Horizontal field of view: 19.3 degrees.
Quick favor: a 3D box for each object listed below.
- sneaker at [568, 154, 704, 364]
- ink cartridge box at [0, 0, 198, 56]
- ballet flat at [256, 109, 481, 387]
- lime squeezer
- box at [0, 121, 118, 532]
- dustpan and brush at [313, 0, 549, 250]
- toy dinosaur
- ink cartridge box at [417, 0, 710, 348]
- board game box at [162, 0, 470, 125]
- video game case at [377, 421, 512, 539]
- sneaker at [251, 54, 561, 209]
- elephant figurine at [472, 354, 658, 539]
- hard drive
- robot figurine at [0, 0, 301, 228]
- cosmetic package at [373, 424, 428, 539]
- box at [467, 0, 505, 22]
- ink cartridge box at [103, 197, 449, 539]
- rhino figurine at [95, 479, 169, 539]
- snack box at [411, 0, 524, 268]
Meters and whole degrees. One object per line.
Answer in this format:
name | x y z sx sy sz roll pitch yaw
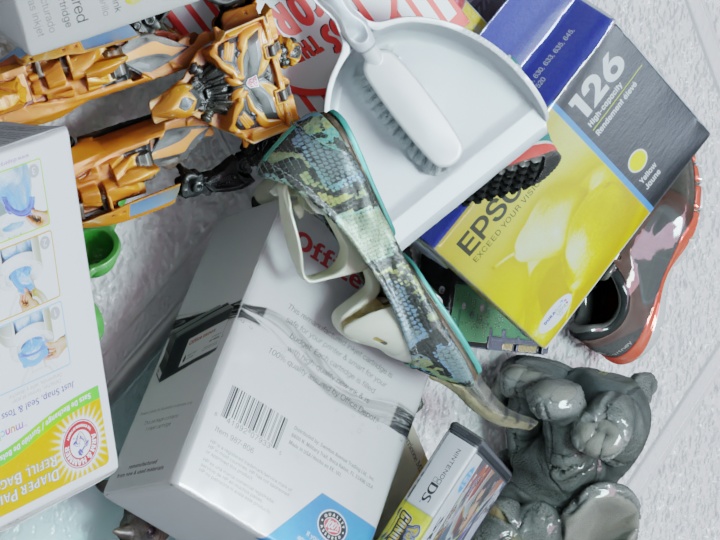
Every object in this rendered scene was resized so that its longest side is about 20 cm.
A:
sneaker | 0.212 -0.028 1.676 0.082 0.077 0.200 17 82 -43
ink cartridge box | -0.121 -0.224 1.142 0.200 0.145 0.147 -21 113 -16
ballet flat | 0.000 0.000 1.261 0.074 0.074 0.200 -44 113 -36
lime squeezer | -0.155 0.009 1.277 0.071 0.038 0.200 14 84 -50
box | -0.216 0.027 1.149 0.101 0.112 0.200 -25 114 -46
dustpan and brush | 0.013 -0.120 1.273 0.140 0.057 0.200 -39 102 -2
toy dinosaur | 0.038 0.061 1.482 0.088 0.047 0.200 -36 108 0
ink cartridge box | 0.125 -0.075 1.441 0.198 0.047 0.200 -52 134 -1
board game box | -0.049 -0.182 1.292 0.151 0.046 0.200 -42 116 -6
video game case | 0.033 0.191 1.365 0.181 0.025 0.200 -57 166 -5
sneaker | 0.023 -0.084 1.361 0.070 0.200 0.093 86 -10 -75
elephant figurine | 0.139 0.173 1.599 0.142 0.155 0.200 -99 -159 -79
hard drive | 0.103 -0.041 1.572 0.140 0.038 0.200 7 90 -50
robot figurine | -0.123 -0.095 1.229 0.200 0.058 0.145 -21 115 -14
cosmetic package | -0.032 0.191 1.421 0.200 0.071 0.105 -48 129 -34
box | 0.064 -0.253 1.489 0.160 0.044 0.200 -32 120 -42
ink cartridge box | -0.047 0.079 1.297 0.145 0.084 0.200 35 61 -27
rhino figurine | -0.100 0.124 1.342 0.200 0.060 0.088 -37 125 -38
snack box | 0.034 -0.113 1.422 0.142 0.053 0.200 -51 129 -1
